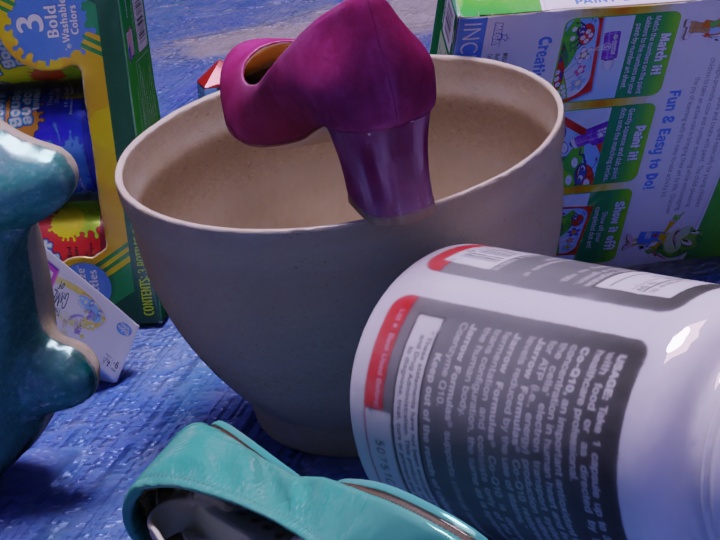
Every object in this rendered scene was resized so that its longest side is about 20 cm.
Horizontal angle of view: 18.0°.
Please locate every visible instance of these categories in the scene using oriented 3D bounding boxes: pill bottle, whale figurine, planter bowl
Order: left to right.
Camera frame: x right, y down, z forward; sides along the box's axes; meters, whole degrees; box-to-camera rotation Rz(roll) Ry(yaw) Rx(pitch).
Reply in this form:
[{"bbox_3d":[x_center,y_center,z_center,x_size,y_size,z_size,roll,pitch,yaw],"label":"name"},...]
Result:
[{"bbox_3d":[-0.187,0.017,0.970,0.159,0.200,0.104,33,40,4],"label":"whale figurine"},{"bbox_3d":[0.000,0.000,1.028,0.200,0.135,0.200,-8,24,3],"label":"planter bowl"},{"bbox_3d":[0.102,0.057,0.845,0.114,0.114,0.200,-20,21,-40],"label":"pill bottle"}]

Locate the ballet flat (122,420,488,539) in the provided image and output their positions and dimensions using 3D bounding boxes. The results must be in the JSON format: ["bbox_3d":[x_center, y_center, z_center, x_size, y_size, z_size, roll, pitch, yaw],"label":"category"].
[{"bbox_3d":[-0.024,0.109,0.832,0.070,0.067,0.200,-41,30,-22],"label":"ballet flat"}]

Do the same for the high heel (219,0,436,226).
[{"bbox_3d":[-0.021,-0.093,0.958,0.067,0.096,0.200,-15,25,-11],"label":"high heel"}]

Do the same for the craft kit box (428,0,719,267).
[{"bbox_3d":[0.128,-0.078,1.162,0.197,0.200,0.049,-3,50,-10],"label":"craft kit box"}]

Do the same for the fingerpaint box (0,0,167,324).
[{"bbox_3d":[-0.195,-0.068,1.243,0.167,0.200,0.073,-3,17,7],"label":"fingerpaint box"}]

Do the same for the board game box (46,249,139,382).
[{"bbox_3d":[-0.218,-0.010,1.113,0.134,0.034,0.200,5,-26,36],"label":"board game box"}]

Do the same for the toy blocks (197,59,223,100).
[{"bbox_3d":[-0.010,-0.059,1.258,0.200,0.137,0.100,-9,16,-11],"label":"toy blocks"}]
